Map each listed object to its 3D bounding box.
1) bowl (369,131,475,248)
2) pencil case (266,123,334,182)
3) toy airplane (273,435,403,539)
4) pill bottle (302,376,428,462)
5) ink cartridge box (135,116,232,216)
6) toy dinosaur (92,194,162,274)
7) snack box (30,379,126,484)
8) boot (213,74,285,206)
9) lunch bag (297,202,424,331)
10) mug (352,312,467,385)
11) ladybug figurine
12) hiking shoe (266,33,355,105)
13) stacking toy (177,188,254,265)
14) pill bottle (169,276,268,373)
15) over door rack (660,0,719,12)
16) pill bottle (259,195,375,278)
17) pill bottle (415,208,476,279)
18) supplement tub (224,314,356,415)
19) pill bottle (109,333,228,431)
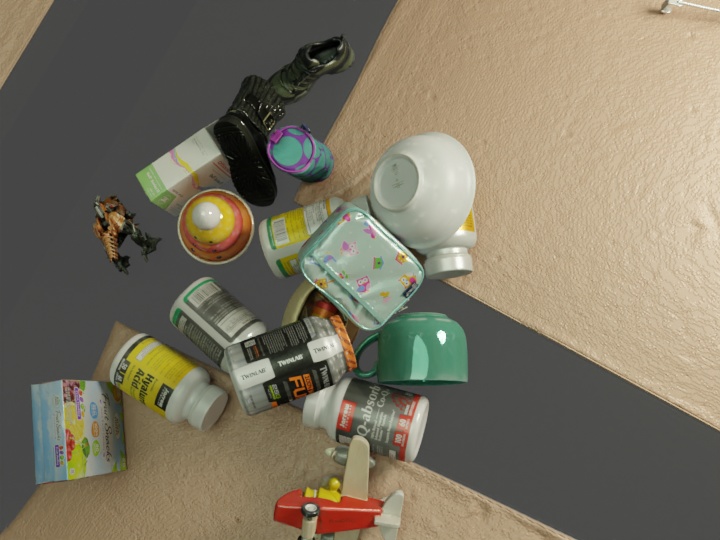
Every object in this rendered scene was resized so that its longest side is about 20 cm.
[{"bbox_3d":[0.085,-0.140,1.287,0.201,0.090,0.202,-4,83,38],"label":"bowl"},{"bbox_3d":[-0.104,-0.207,1.385,0.085,0.200,0.092,-38,86,6],"label":"pencil case"},{"bbox_3d":[-0.024,0.393,1.306,0.200,0.141,0.199,-41,116,-1],"label":"toy airplane"},{"bbox_3d":[0.009,0.249,1.328,0.199,0.116,0.116,13,83,12],"label":"pill bottle"},{"bbox_3d":[-0.306,-0.195,1.461,0.200,0.117,0.067,-34,75,4],"label":"ink cartridge box"},{"bbox_3d":[-0.465,-0.068,1.456,0.102,0.136,0.200,-18,35,22],"label":"toy dinosaur"},{"bbox_3d":[-0.496,0.283,1.372,0.067,0.200,0.169,-9,80,9],"label":"snack box"},{"bbox_3d":[-0.190,-0.243,1.454,0.079,0.211,0.158,1,43,20],"label":"boot"},{"bbox_3d":[0.000,0.000,1.305,0.200,0.077,0.160,43,90,-16],"label":"lunch bag"},{"bbox_3d":[0.090,0.133,1.306,0.184,0.152,0.115,5,78,-19],"label":"mug"},{"bbox_3d":[-0.070,0.090,1.385,0.135,0.072,0.200,28,84,-2],"label":"ladybug figurine"},{"bbox_3d":[-0.110,-0.389,1.467,0.200,0.101,0.076,-32,76,4],"label":"hiking shoe"},{"bbox_3d":[-0.272,-0.089,1.388,0.146,0.200,0.147,0,86,-2],"label":"stacking toy"},{"bbox_3d":[-0.239,0.113,1.398,0.200,0.113,0.113,40,89,14],"label":"pill bottle"},{"bbox_3d":[0.647,-0.525,1.362,0.199,0.067,0.148,11,82,12],"label":"over door rack"},{"bbox_3d":[-0.071,-0.066,1.391,0.199,0.113,0.113,-18,78,7],"label":"pill bottle"},{"bbox_3d":[0.145,-0.090,1.363,0.112,0.113,0.201,-8,80,9],"label":"pill bottle"},{"bbox_3d":[-0.115,0.151,1.277,0.199,0.123,0.123,-20,77,-8],"label":"supplement tub"},{"bbox_3d":[-0.345,0.207,1.403,0.200,0.111,0.112,28,86,14],"label":"pill bottle"}]
